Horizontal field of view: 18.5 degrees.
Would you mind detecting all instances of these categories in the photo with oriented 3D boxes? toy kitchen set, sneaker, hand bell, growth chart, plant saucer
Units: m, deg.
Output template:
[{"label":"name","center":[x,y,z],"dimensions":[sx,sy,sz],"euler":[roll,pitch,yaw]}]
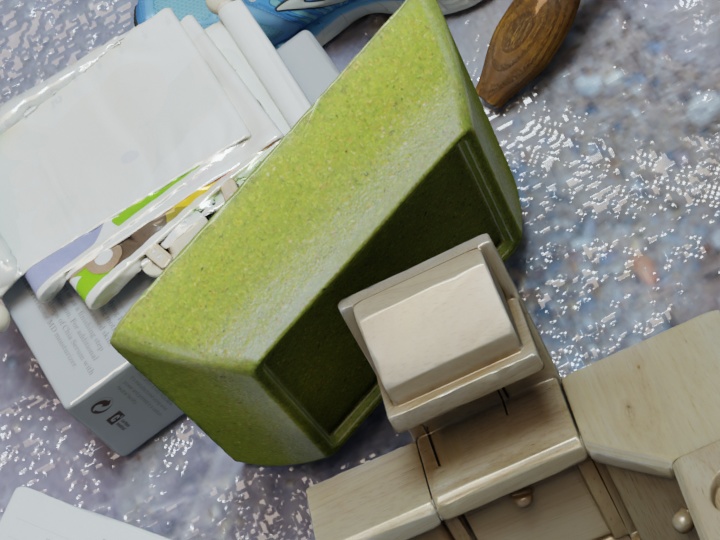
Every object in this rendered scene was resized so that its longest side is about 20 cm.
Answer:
[{"label":"toy kitchen set","center":[0.076,0.102,0.904],"dimensions":[0.199,0.164,0.181],"euler":[-24,36,7]},{"label":"sneaker","center":[-0.028,-0.164,1.131],"dimensions":[0.199,0.090,0.079],"euler":[-18,63,11]},{"label":"hand bell","center":[0.114,-0.167,1.081],"dimensions":[0.104,0.104,0.201],"euler":[42,107,28]},{"label":"growth chart","center":[-0.117,-0.052,1.064],"dimensions":[0.199,0.018,0.145],"euler":[-27,61,6]},{"label":"plant saucer","center":[0.000,0.000,0.990],"dimensions":[0.048,0.200,0.200],"euler":[39,83,23]}]

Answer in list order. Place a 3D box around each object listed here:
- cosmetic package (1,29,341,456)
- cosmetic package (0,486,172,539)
[{"label":"cosmetic package","center":[-0.072,-0.013,1.090],"dimensions":[0.200,0.071,0.102],"euler":[-36,59,1]},{"label":"cosmetic package","center":[-0.141,0.214,1.009],"dimensions":[0.112,0.081,0.201],"euler":[16,72,22]}]
